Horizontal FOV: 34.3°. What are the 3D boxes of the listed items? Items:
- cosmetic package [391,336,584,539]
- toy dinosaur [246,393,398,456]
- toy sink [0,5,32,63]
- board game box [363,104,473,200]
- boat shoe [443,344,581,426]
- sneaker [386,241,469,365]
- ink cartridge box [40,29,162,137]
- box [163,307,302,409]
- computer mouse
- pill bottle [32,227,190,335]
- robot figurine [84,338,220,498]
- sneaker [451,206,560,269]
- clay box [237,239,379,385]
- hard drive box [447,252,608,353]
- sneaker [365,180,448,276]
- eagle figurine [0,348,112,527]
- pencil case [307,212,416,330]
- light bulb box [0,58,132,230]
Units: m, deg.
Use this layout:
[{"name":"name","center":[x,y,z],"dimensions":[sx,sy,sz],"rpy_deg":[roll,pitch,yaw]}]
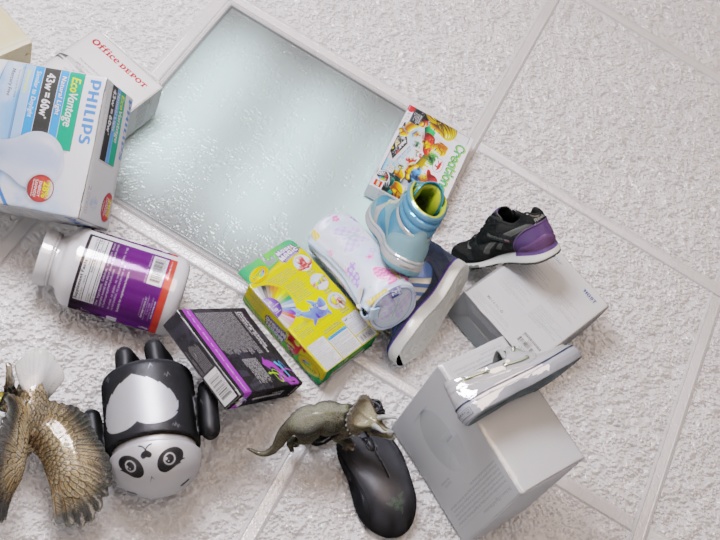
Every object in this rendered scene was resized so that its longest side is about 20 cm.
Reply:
[{"name":"cosmetic package","center":[0.169,0.235,1.594],"dimensions":[0.122,0.200,0.201],"rpy_deg":[-20,68,-30]},{"name":"toy dinosaur","center":[-0.053,0.202,1.554],"dimensions":[0.198,0.102,0.077],"rpy_deg":[-1,60,-4]},{"name":"toy sink","center":[-0.587,-0.346,1.725],"dimensions":[0.112,0.131,0.200],"rpy_deg":[-35,74,-34]},{"name":"board game box","center":[0.098,-0.172,1.928],"dimensions":[0.126,0.035,0.201],"rpy_deg":[28,54,-2]},{"name":"boat shoe","center":[0.197,0.128,1.502],"dimensions":[0.199,0.074,0.067],"rpy_deg":[-23,71,-30]},{"name":"sneaker","center":[0.058,0.036,1.769],"dimensions":[0.146,0.081,0.200],"rpy_deg":[27,68,25]},{"name":"ink cartridge box","center":[-0.420,-0.249,1.754],"dimensions":[0.147,0.083,0.200],"rpy_deg":[40,55,7]},{"name":"box","center":[-0.168,0.115,1.575],"dimensions":[0.143,0.036,0.200],"rpy_deg":[51,17,15]},{"name":"computer mouse","center":[0.014,0.270,1.606],"dimensions":[0.138,0.053,0.201],"rpy_deg":[-16,66,-29]},{"name":"pill bottle","center":[-0.341,0.010,1.601],"dimensions":[0.199,0.113,0.113],"rpy_deg":[18,55,-9]},{"name":"robot figurine","center":[-0.270,0.192,1.503],"dimensions":[0.124,0.150,0.201],"rpy_deg":[16,51,-40]},{"name":"sneaker","center":[0.216,-0.059,1.800],"dimensions":[0.076,0.199,0.088],"rpy_deg":[-36,110,-41]},{"name":"clay box","center":[-0.082,0.057,1.708],"dimensions":[0.115,0.048,0.200],"rpy_deg":[-34,74,-34]},{"name":"hard drive box","center":[0.262,0.061,1.815],"dimensions":[0.199,0.077,0.156],"rpy_deg":[-31,74,-32]},{"name":"sneaker","center":[0.073,-0.090,1.708],"dimensions":[0.079,0.131,0.200],"rpy_deg":[17,24,-23]},{"name":"eagle figurine","center":[-0.403,0.213,1.429],"dimensions":[0.151,0.152,0.200],"rpy_deg":[-28,43,-19]},{"name":"pencil case","center":[0.000,0.000,1.719],"dimensions":[0.090,0.083,0.200],"rpy_deg":[-24,49,-17]},{"name":"light bulb box","center":[-0.439,-0.172,1.597],"dimensions":[0.198,0.125,0.200],"rpy_deg":[10,86,6]}]
